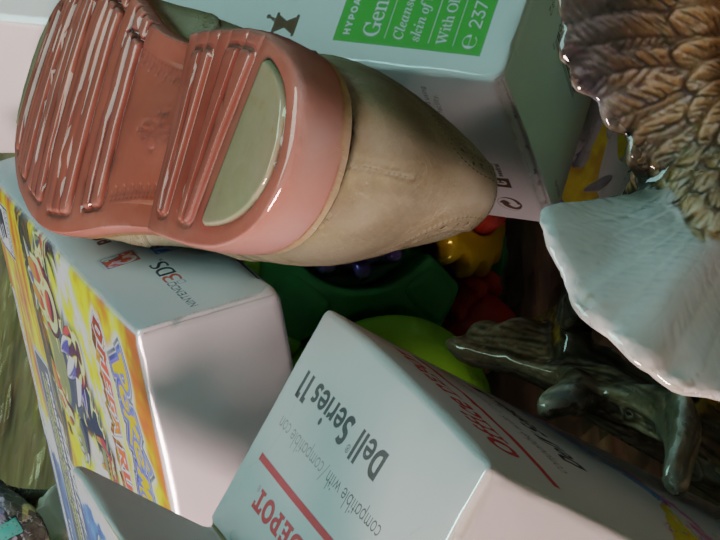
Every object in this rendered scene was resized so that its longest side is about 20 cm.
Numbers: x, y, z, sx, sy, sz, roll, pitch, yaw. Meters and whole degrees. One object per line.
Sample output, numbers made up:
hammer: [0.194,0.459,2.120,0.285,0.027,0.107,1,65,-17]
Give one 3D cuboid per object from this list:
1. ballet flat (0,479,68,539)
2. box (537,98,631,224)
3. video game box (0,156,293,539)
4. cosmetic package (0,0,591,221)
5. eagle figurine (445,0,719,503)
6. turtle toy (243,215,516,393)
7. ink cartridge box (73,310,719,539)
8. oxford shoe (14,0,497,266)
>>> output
ballet flat: [-0.116,0.109,0.994,0.072,0.072,0.200,-64,-10,-2]
box: [0.129,-0.078,0.775,0.200,0.048,0.117,-56,26,13]
video game box: [-0.053,0.078,0.762,0.182,0.047,0.201,-147,43,-63]
cosmetic package: [-0.026,-0.089,0.810,0.199,0.085,0.108,8,62,20]
eagle figurine: [0.106,-0.046,0.651,0.151,0.151,0.201,33,95,48]
turtle toy: [0.000,0.000,0.867,0.101,0.146,0.201,-18,48,28]
ink cartridge box: [0.041,0.076,0.617,0.068,0.199,0.117,-61,26,5]
oxford shoe: [-0.037,-0.033,0.694,0.200,0.074,0.071,27,102,60]
